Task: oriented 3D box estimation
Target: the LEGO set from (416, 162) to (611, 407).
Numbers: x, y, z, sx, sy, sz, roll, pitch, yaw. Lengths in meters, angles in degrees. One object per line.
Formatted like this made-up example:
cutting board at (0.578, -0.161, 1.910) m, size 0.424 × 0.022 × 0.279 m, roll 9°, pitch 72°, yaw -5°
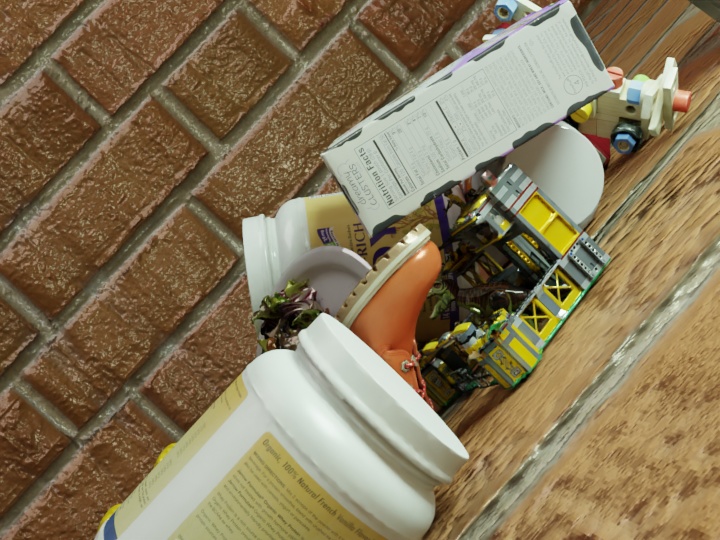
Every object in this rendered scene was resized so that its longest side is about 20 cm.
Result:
LEGO set at (0.078, 0.009, 0.796) m, size 0.154 × 0.116 × 0.200 m, roll -48°, pitch 3°, yaw -12°

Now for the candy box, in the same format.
candy box at (0.073, -0.115, 0.813) m, size 0.199 × 0.072 × 0.168 m, roll -32°, pitch 8°, yaw 7°

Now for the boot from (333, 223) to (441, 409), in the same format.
boot at (0.021, 0.070, 0.731) m, size 0.201 × 0.107 × 0.075 m, roll -63°, pitch -10°, yaw 20°

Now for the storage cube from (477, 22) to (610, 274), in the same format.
storage cube at (0.146, -0.135, 1.145) m, size 0.200 × 0.171 × 0.180 m, roll -45°, pitch 4°, yaw 22°

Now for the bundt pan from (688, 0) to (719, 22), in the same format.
bundt pan at (0.374, -0.299, 0.956) m, size 0.202 × 0.076 × 0.202 m, roll -48°, pitch 3°, yaw 3°

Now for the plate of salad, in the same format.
plate of salad at (-0.035, 0.082, 0.839) m, size 0.048 × 0.202 × 0.200 m, roll 1°, pitch -32°, yaw -38°

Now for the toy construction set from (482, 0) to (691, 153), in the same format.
toy construction set at (0.205, -0.170, 0.960) m, size 0.092 × 0.199 × 0.132 m, roll -44°, pitch -35°, yaw -26°

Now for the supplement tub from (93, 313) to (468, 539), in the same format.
supplement tub at (-0.046, 0.139, 0.639) m, size 0.200 × 0.144 × 0.144 m, roll -47°, pitch 3°, yaw 3°

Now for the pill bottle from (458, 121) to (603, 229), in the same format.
pill bottle at (0.146, -0.075, 0.951) m, size 0.112 × 0.112 × 0.200 m, roll -47°, pitch 3°, yaw -1°

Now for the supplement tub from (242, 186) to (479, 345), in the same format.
supplement tub at (0.000, 0.000, 0.979) m, size 0.197 × 0.147 × 0.145 m, roll -9°, pitch 2°, yaw -3°

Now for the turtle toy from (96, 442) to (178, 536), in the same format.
turtle toy at (-0.107, 0.210, 0.835) m, size 0.200 × 0.145 × 0.101 m, roll -47°, pitch 25°, yaw 19°
